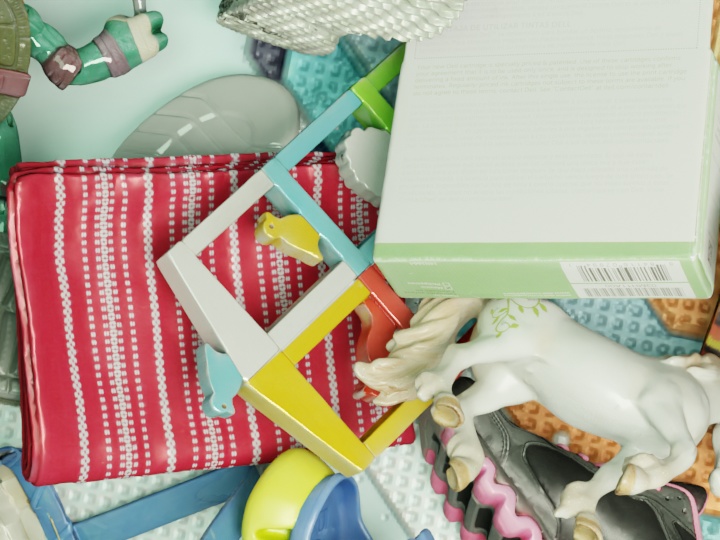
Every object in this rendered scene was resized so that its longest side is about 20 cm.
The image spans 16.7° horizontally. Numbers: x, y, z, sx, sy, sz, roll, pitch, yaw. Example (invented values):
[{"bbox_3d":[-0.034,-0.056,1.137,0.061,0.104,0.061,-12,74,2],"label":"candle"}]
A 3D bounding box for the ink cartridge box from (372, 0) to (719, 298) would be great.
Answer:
[{"bbox_3d":[0.089,-0.087,1.084,0.145,0.048,0.200,0,66,20],"label":"ink cartridge box"}]

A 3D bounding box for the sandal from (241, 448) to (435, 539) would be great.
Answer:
[{"bbox_3d":[-0.006,0.184,1.110,0.087,0.079,0.200,9,110,27],"label":"sandal"}]

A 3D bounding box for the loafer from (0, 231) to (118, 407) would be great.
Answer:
[{"bbox_3d":[-0.203,0.016,1.132,0.200,0.070,0.075,17,76,7],"label":"loafer"}]

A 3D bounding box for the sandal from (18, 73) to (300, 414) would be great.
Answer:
[{"bbox_3d":[-0.098,-0.005,1.168,0.082,0.050,0.203,29,80,23],"label":"sandal"}]

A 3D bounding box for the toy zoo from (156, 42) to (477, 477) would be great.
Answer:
[{"bbox_3d":[0.000,0.000,1.109,0.131,0.020,0.200,48,66,-5],"label":"toy zoo"}]

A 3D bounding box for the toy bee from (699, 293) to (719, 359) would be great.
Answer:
[{"bbox_3d":[0.192,-0.047,1.099,0.131,0.109,0.200,-2,89,8],"label":"toy bee"}]

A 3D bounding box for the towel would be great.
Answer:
[{"bbox_3d":[-0.065,0.019,1.115,0.200,0.022,0.145,-4,92,-29],"label":"towel"}]

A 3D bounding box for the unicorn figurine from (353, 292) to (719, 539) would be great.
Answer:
[{"bbox_3d":[0.108,0.062,1.074,0.200,0.137,0.074,38,130,2],"label":"unicorn figurine"}]

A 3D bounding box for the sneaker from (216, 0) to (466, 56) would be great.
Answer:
[{"bbox_3d":[-0.005,-0.157,1.095,0.070,0.200,0.100,20,82,-24],"label":"sneaker"}]

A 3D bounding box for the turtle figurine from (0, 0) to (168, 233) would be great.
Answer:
[{"bbox_3d":[-0.180,-0.099,1.157,0.150,0.101,0.200,19,103,22],"label":"turtle figurine"}]

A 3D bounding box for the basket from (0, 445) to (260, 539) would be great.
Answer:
[{"bbox_3d":[-0.148,0.152,1.112,0.200,0.176,0.139,-24,100,20],"label":"basket"}]

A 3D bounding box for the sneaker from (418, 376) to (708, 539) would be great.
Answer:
[{"bbox_3d":[0.111,0.118,1.133,0.095,0.079,0.200,-39,84,-17],"label":"sneaker"}]
